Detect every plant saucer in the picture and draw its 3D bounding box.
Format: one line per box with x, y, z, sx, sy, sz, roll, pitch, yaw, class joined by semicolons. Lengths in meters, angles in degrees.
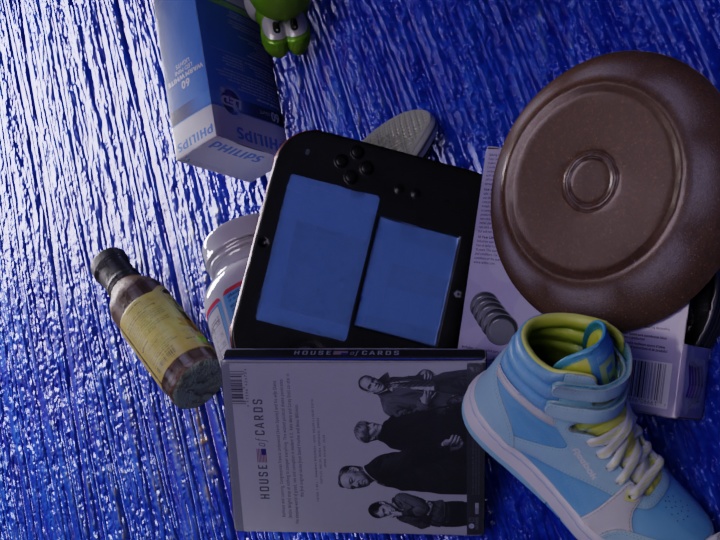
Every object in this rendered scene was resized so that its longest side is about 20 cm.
0.167;-0.059;0.806;0.198;0.036;0.204;-9;76;37;plant saucer

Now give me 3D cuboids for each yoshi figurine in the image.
-0.082;-0.302;1.073;0.111;0.111;0.203;-23;71;27;yoshi figurine

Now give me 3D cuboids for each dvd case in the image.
-0.003;0.131;0.875;0.196;0.025;0.153;0;112;5;dvd case

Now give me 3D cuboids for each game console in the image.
0.000;0.000;0.903;0.174;0.031;0.203;13;78;3;game console

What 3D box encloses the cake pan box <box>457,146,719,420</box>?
0.169;0.004;0.846;0.198;0.052;0.188;4;87;40;cake pan box

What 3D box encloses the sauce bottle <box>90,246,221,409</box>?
-0.206;0.049;1.138;0.200;0.064;0.065;47;111;34;sauce bottle

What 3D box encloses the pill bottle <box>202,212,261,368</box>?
-0.073;0.057;0.998;0.108;0.108;0.203;-34;62;30;pill bottle

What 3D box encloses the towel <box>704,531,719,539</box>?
0.225;0.204;0.668;0.165;0.199;0.087;-39;61;29;towel

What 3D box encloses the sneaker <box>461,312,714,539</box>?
0.165;0.109;0.757;0.199;0.080;0.131;35;138;12;sneaker

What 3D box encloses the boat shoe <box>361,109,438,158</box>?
0.010;-0.045;0.971;0.074;0.062;0.202;14;71;46;boat shoe

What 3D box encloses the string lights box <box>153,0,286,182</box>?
-0.134;-0.196;1.097;0.058;0.102;0.203;-23;68;33;string lights box
